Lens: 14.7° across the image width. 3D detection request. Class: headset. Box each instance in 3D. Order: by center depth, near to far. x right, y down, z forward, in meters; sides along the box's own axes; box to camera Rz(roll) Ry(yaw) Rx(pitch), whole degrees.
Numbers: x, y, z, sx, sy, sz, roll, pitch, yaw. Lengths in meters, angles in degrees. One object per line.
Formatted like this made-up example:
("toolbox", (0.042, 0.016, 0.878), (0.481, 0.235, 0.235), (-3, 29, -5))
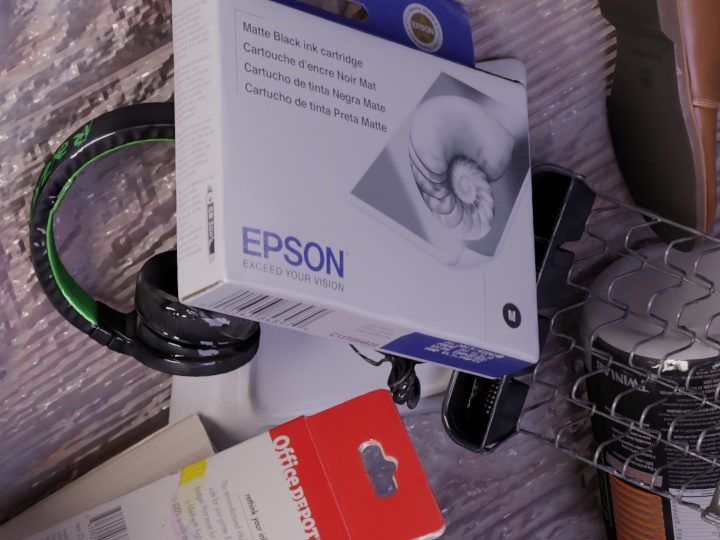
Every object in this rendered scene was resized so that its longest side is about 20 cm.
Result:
("headset", (-0.060, 0.004, 1.315), (0.199, 0.094, 0.124), (24, 114, -20))

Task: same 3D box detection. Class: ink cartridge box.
("ink cartridge box", (-0.001, -0.064, 1.300), (0.199, 0.040, 0.201), (14, 64, -40))
("ink cartridge box", (-0.056, 0.146, 1.318), (0.199, 0.116, 0.067), (-23, 129, 0))

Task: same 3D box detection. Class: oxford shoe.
("oxford shoe", (0.172, -0.103, 1.467), (0.071, 0.071, 0.201), (-26, 126, -28))

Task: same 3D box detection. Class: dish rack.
("dish rack", (0.154, 0.047, 1.422), (0.054, 0.199, 0.154), (0, 110, -63))

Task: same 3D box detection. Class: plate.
("plate", (0.000, 0.000, 1.421), (0.199, 0.032, 0.201), (-10, 119, -31))

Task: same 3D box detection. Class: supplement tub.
("supplement tub", (0.189, 0.094, 1.547), (0.122, 0.122, 0.201), (-26, 127, -22))

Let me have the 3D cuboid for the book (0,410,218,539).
("book", (-0.100, 0.183, 1.433), (0.133, 0.048, 0.201), (-28, 128, -2))
